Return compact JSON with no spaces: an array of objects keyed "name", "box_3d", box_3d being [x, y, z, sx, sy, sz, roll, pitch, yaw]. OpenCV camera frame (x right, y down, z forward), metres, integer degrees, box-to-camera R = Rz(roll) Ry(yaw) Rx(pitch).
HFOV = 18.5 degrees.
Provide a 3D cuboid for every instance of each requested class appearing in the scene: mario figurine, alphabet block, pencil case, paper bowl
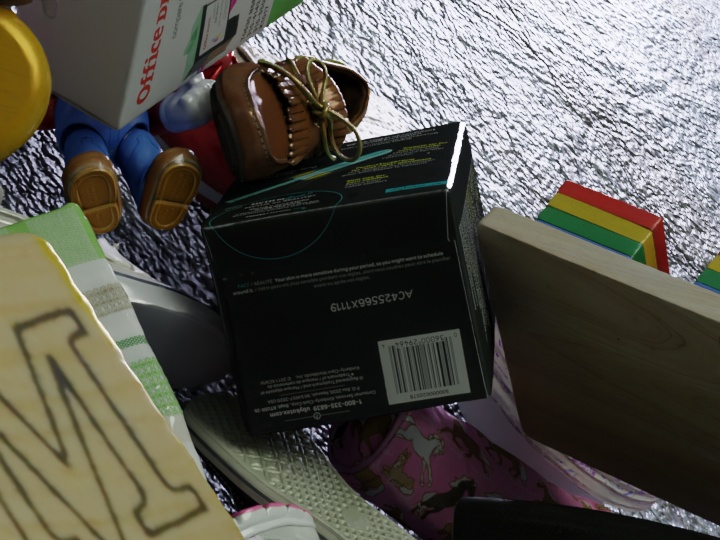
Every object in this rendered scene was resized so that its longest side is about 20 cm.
[{"name":"mario figurine","box_3d":[-0.164,-0.112,1.336,0.123,0.106,0.200,32,16,-40]},{"name":"alphabet block","box_3d":[-0.203,0.122,0.949,0.197,0.195,0.200,57,30,10]},{"name":"pencil case","box_3d":[0.074,0.143,1.414,0.200,0.087,0.083,37,-7,-22]},{"name":"paper bowl","box_3d":[0.143,0.085,1.550,0.200,0.104,0.201,38,19,-16]}]

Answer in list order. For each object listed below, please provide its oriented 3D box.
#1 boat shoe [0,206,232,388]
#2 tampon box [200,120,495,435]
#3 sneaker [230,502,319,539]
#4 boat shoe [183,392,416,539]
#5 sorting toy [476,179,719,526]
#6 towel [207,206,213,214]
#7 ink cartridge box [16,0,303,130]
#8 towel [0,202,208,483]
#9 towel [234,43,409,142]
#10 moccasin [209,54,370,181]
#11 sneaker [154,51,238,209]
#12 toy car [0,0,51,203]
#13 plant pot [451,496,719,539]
[{"name":"boat shoe","box_3d":[-0.156,0.009,1.282,0.199,0.071,0.070,20,42,-32]},{"name":"tampon box","box_3d":[0.000,0.000,1.336,0.200,0.148,0.127,-70,150,-75]},{"name":"sneaker","box_3d":[-0.087,0.184,1.157,0.199,0.081,0.089,-20,87,-51]},{"name":"boat shoe","box_3d":[-0.034,0.148,1.292,0.200,0.062,0.074,40,31,15]},{"name":"sorting toy","box_3d":[0.182,0.050,1.324,0.199,0.200,0.070,23,57,32]},{"name":"towel","box_3d":[-0.037,-0.035,1.545,0.199,0.023,0.144,24,37,-39]},{"name":"ink cartridge box","box_3d":[-0.105,-0.195,1.298,0.084,0.146,0.200,31,43,16]},{"name":"towel","box_3d":[-0.176,0.068,1.151,0.148,0.031,0.201,-17,62,-21]},{"name":"towel","box_3d":[-0.011,-0.102,1.618,0.199,0.035,0.133,15,31,-51]},{"name":"moccasin","box_3d":[-0.037,-0.096,1.344,0.201,0.077,0.074,-15,92,-74]},{"name":"sneaker","box_3d":[-0.093,-0.118,1.438,0.199,0.116,0.079,31,39,-9]},{"name":"toy car","box_3d":[-0.269,-0.107,1.182,0.198,0.150,0.177,11,85,-14]},{"name":"plant pot","box_3d":[0.179,0.238,1.285,0.199,0.177,0.202,19,67,-43]}]
